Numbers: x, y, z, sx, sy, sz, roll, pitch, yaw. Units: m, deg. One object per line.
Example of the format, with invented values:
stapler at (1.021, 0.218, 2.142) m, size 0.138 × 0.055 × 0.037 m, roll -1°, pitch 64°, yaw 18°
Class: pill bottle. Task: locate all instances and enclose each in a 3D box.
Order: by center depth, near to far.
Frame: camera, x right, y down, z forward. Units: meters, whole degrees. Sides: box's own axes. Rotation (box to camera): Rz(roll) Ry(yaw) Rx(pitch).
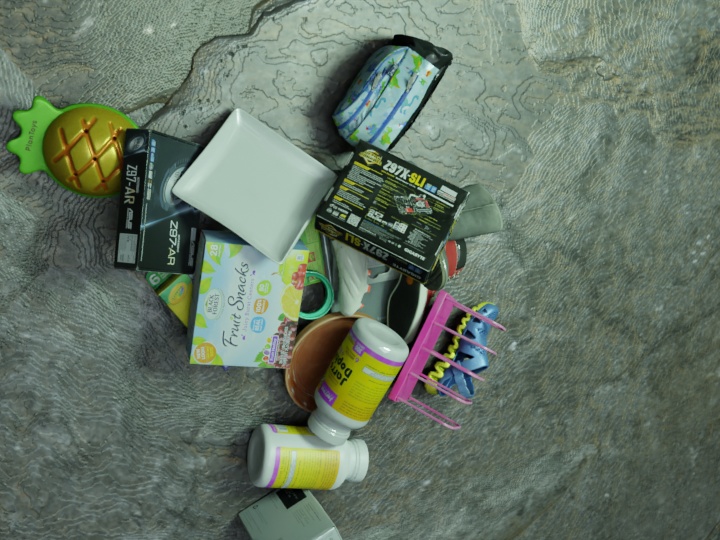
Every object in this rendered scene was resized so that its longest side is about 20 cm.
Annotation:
pill bottle at (-0.010, 0.188, 1.559) m, size 0.103 × 0.104 × 0.202 m, roll 23°, pitch 106°, yaw -25°
pill bottle at (-0.089, 0.324, 1.618) m, size 0.197 × 0.104 × 0.106 m, roll 9°, pitch 98°, yaw -24°

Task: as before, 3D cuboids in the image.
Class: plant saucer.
plant saucer at (-0.040, 0.158, 1.621) m, size 0.197 × 0.032 × 0.203 m, roll -11°, pitch 122°, yaw -18°

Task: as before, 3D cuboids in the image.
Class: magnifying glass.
magnifying glass at (-0.128, 0.014, 1.527) m, size 0.198 × 0.022 × 0.080 m, roll 32°, pitch 89°, yaw -24°

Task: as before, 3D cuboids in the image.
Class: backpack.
backpack at (0.045, -0.284, 1.528) m, size 0.152 × 0.163 × 0.203 m, roll 18°, pitch 101°, yaw -17°

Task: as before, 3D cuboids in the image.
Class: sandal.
sandal at (0.202, 0.154, 1.709) m, size 0.079 × 0.086 × 0.202 m, roll 23°, pitch 97°, yaw -59°

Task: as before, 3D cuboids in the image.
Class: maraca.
maraca at (-0.410, -0.180, 1.368) m, size 0.197 × 0.107 × 0.139 m, roll 13°, pitch 102°, yaw -21°

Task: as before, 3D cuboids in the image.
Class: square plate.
square plate at (-0.160, -0.129, 1.445) m, size 0.198 × 0.028 × 0.199 m, roll 33°, pitch 58°, yaw -3°

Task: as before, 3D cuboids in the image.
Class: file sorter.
file sorter at (0.156, 0.158, 1.614) m, size 0.124 × 0.139 × 0.202 m, roll 26°, pitch 89°, yaw 15°

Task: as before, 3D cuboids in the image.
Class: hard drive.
hard drive at (0.000, 0.000, 1.626) m, size 0.137 × 0.033 × 0.204 m, roll -14°, pitch 107°, yaw -21°

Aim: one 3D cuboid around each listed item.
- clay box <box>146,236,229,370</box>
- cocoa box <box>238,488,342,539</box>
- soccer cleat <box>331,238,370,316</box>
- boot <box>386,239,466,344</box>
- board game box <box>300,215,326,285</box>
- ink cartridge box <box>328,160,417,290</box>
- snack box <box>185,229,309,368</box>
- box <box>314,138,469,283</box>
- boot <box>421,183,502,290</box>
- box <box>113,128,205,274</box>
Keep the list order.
clay box at (-0.244, 0.050, 1.522) m, size 0.115 × 0.048 × 0.201 m, roll -42°, pitch 115°, yaw -9°
cocoa box at (-0.104, 0.472, 1.590) m, size 0.132 × 0.200 × 0.133 m, roll -29°, pitch 111°, yaw -14°
soccer cleat at (-0.018, -0.024, 1.532) m, size 0.076 × 0.069 × 0.203 m, roll 6°, pitch 107°, yaw -23°
boot at (0.125, 0.032, 1.641) m, size 0.143 × 0.072 × 0.203 m, roll 1°, pitch 108°, yaw -48°
board game box at (-0.124, -0.073, 1.548) m, size 0.100 × 0.048 × 0.204 m, roll -15°, pitch 107°, yaw -19°
ink cartridge box at (0.017, -0.077, 1.585) m, size 0.160 × 0.057 × 0.203 m, roll -10°, pitch 125°, yaw -22°
snack box at (-0.180, 0.047, 1.472) m, size 0.166 × 0.068 × 0.203 m, roll 5°, pitch 107°, yaw -19°
box at (0.049, -0.093, 1.457) m, size 0.198 × 0.050 × 0.161 m, roll 26°, pitch 63°, yaw 7°
boot at (0.159, -0.060, 1.560) m, size 0.198 × 0.072 × 0.184 m, roll -4°, pitch 67°, yaw -42°
box at (-0.297, -0.098, 1.400) m, size 0.160 × 0.043 × 0.204 m, roll 8°, pitch 87°, yaw -69°
